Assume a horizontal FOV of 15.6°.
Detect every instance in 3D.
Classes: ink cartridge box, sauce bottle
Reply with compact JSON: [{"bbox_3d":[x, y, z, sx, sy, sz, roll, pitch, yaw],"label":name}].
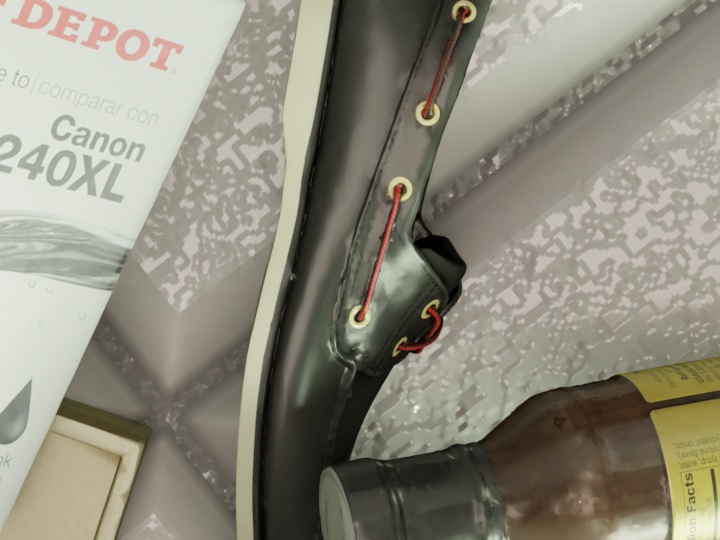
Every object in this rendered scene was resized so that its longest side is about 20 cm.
[{"bbox_3d":[-0.141,-0.020,0.704,0.145,0.083,0.201,14,108,-41],"label":"ink cartridge box"},{"bbox_3d":[0.087,0.060,0.777,0.199,0.065,0.065,-8,98,-13],"label":"sauce bottle"}]

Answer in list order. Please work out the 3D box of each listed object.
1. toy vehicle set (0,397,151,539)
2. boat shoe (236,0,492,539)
[{"bbox_3d":[-0.177,0.076,0.815,0.199,0.027,0.125,20,98,-3],"label":"toy vehicle set"},{"bbox_3d":[0.000,0.000,0.783,0.063,0.074,0.203,10,96,1],"label":"boat shoe"}]
